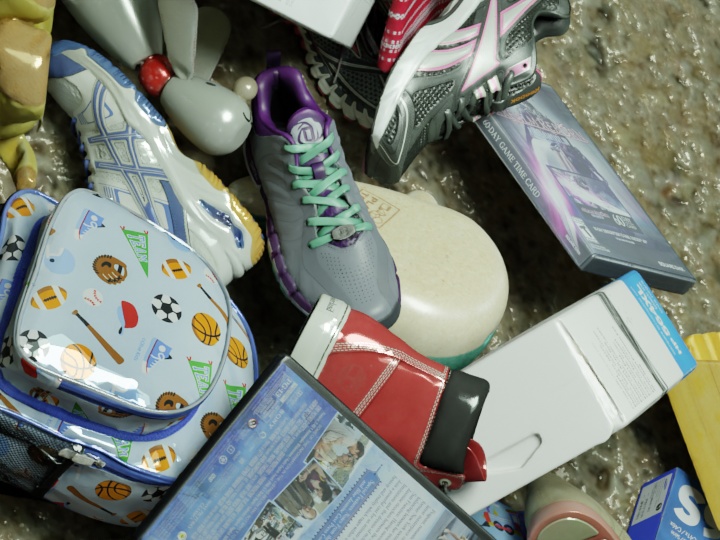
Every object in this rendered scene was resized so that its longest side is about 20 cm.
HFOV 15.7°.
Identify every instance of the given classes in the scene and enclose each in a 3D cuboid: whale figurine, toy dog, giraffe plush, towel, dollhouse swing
[{"bbox_3d":[0.000,0.000,1.755,0.200,0.104,0.159,32,42,12],"label":"whale figurine"},{"bbox_3d":[-0.130,-0.174,1.699,0.096,0.132,0.200,-45,98,4],"label":"toy dog"},{"bbox_3d":[-0.271,-0.147,1.597,0.162,0.200,0.173,6,56,-8],"label":"giraffe plush"},{"bbox_3d":[0.060,-0.243,1.760,0.022,0.200,0.145,20,25,10],"label":"towel"},{"bbox_3d":[0.353,0.100,1.842,0.200,0.176,0.182,-4,71,-52],"label":"dollhouse swing"}]

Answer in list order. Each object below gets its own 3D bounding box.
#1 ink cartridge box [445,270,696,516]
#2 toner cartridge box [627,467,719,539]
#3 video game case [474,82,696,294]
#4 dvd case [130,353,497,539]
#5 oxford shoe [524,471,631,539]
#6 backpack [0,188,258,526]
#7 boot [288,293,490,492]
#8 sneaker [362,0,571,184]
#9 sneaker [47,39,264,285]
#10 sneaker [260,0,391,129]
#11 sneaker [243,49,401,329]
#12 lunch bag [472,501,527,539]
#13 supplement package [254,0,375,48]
[{"bbox_3d":[0.119,0.081,1.700,0.084,0.146,0.200,59,21,4],"label":"ink cartridge box"},{"bbox_3d":[0.276,0.233,1.847,0.200,0.043,0.095,34,55,-16],"label":"toner cartridge box"},{"bbox_3d":[0.144,-0.069,1.839,0.143,0.019,0.200,12,39,-53],"label":"video game case"},{"bbox_3d":[-0.019,0.165,1.546,0.200,0.018,0.143,42,76,-16],"label":"dvd case"},{"bbox_3d":[0.174,0.211,1.761,0.200,0.071,0.074,57,11,-30],"label":"oxford shoe"},{"bbox_3d":[-0.155,0.056,1.581,0.190,0.154,0.200,31,55,-23],"label":"backpack"},{"bbox_3d":[-0.006,0.129,1.611,0.144,0.200,0.072,28,24,-3],"label":"boot"},{"bbox_3d":[0.078,-0.135,1.772,0.086,0.080,0.200,31,70,8],"label":"sneaker"},{"bbox_3d":[-0.154,-0.061,1.682,0.088,0.075,0.200,-41,75,-6],"label":"sneaker"},{"bbox_3d":[-0.009,-0.177,1.829,0.200,0.075,0.081,47,51,-7],"label":"sneaker"},{"bbox_3d":[-0.032,-0.048,1.666,0.074,0.088,0.200,-19,53,-12],"label":"sneaker"},{"bbox_3d":[0.048,0.214,1.694,0.150,0.094,0.200,17,47,-28],"label":"lunch bag"},{"bbox_3d":[-0.035,-0.218,1.689,0.114,0.200,0.110,28,94,2],"label":"supplement package"}]
